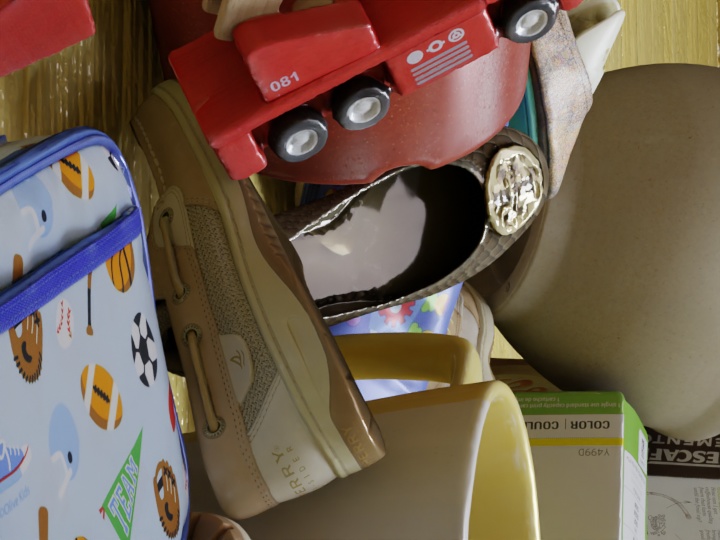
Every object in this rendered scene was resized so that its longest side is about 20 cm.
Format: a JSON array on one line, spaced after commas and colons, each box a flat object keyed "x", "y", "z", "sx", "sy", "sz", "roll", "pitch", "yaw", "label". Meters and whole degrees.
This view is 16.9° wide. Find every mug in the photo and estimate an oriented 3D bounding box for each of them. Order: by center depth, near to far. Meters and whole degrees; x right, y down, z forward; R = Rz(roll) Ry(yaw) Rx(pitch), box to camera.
[{"x": -0.015, "y": 0.114, "z": 0.915, "sx": 0.187, "sy": 0.153, "sz": 0.150, "roll": -38, "pitch": 124, "yaw": -73, "label": "mug"}]

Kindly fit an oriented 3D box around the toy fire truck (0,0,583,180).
[{"x": -0.029, "y": -0.100, "z": 0.803, "sx": 0.049, "sy": 0.200, "sz": 0.141, "roll": 63, "pitch": 0, "yaw": 35, "label": "toy fire truck"}]

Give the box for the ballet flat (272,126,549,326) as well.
[{"x": 0.000, "y": -0.009, "z": 0.967, "sx": 0.200, "sy": 0.046, "sz": 0.068, "roll": -19, "pitch": 106, "yaw": -29, "label": "ballet flat"}]

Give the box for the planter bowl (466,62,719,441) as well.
[{"x": 0.131, "y": -0.020, "z": 1.271, "sx": 0.200, "sy": 0.134, "sz": 0.201, "roll": -169, "pitch": -90, "yaw": -71, "label": "planter bowl"}]

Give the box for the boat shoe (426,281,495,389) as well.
[{"x": 0.022, "y": 0.032, "z": 1.193, "sx": 0.069, "sy": 0.074, "sz": 0.200, "roll": 48, "pitch": 10, "yaw": -24, "label": "boat shoe"}]

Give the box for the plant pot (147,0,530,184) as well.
[{"x": -0.009, "y": -0.152, "z": 0.937, "sx": 0.201, "sy": 0.200, "sz": 0.196, "roll": -73, "pitch": 163, "yaw": -52, "label": "plant pot"}]

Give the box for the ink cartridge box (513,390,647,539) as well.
[{"x": 0.067, "y": 0.168, "z": 1.227, "sx": 0.076, "sy": 0.147, "sz": 0.200, "roll": 52, "pitch": 38, "yaw": -66, "label": "ink cartridge box"}]

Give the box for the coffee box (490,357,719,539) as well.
[{"x": 0.129, "y": 0.112, "z": 1.360, "sx": 0.114, "sy": 0.200, "sz": 0.080, "roll": -68, "pitch": 157, "yaw": -56, "label": "coffee box"}]

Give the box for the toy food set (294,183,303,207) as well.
[{"x": 0.036, "y": -0.082, "z": 1.178, "sx": 0.200, "sy": 0.049, "sz": 0.198, "roll": -37, "pitch": 158, "yaw": -57, "label": "toy food set"}]

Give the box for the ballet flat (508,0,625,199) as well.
[{"x": 0.079, "y": -0.125, "z": 1.066, "sx": 0.068, "sy": 0.067, "sz": 0.200, "roll": -131, "pitch": -160, "yaw": -56, "label": "ballet flat"}]

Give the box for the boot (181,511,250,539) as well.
[{"x": -0.052, "y": 0.180, "z": 0.827, "sx": 0.107, "sy": 0.075, "sz": 0.200, "roll": 8, "pitch": 96, "yaw": -49, "label": "boot"}]

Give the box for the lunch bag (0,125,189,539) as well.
[{"x": -0.114, "y": 0.039, "z": 0.711, "sx": 0.200, "sy": 0.075, "sz": 0.161, "roll": -45, "pitch": 129, "yaw": -72, "label": "lunch bag"}]

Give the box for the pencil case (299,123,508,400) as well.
[{"x": 0.000, "y": 0.000, "z": 1.044, "sx": 0.087, "sy": 0.078, "sz": 0.200, "roll": 18, "pitch": 90, "yaw": -37, "label": "pencil case"}]

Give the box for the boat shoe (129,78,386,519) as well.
[{"x": -0.054, "y": 0.006, "z": 0.867, "sx": 0.072, "sy": 0.065, "sz": 0.200, "roll": 59, "pitch": 2, "yaw": -47, "label": "boat shoe"}]
